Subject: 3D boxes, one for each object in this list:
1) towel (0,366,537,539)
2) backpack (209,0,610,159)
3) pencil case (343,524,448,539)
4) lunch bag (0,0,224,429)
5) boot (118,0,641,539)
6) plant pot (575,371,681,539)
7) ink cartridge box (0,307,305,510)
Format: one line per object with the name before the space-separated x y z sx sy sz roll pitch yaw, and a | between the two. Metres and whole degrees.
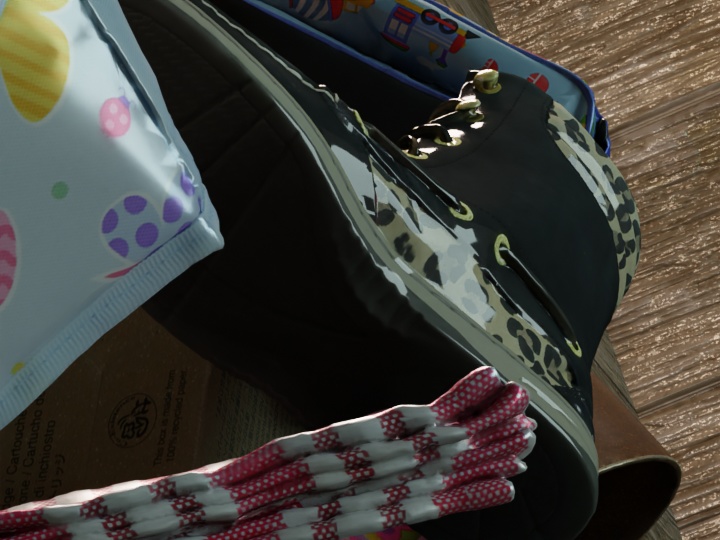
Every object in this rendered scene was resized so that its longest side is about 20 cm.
towel | -0.069 0.058 0.617 0.146 0.199 0.030 157 -79 -77
backpack | 0.000 0.000 0.959 0.182 0.135 0.200 28 -21 20
pencil case | 0.007 0.155 0.785 0.087 0.087 0.201 -85 161 -68
lunch bag | -0.151 -0.034 0.537 0.127 0.199 0.170 -93 159 -61
boot | 0.001 -0.025 0.764 0.204 0.073 0.154 46 30 -10
plant pot | 0.032 0.075 1.356 0.200 0.187 0.187 56 6 22
ink cartridge box | -0.059 0.127 0.842 0.165 0.075 0.201 61 28 -50
